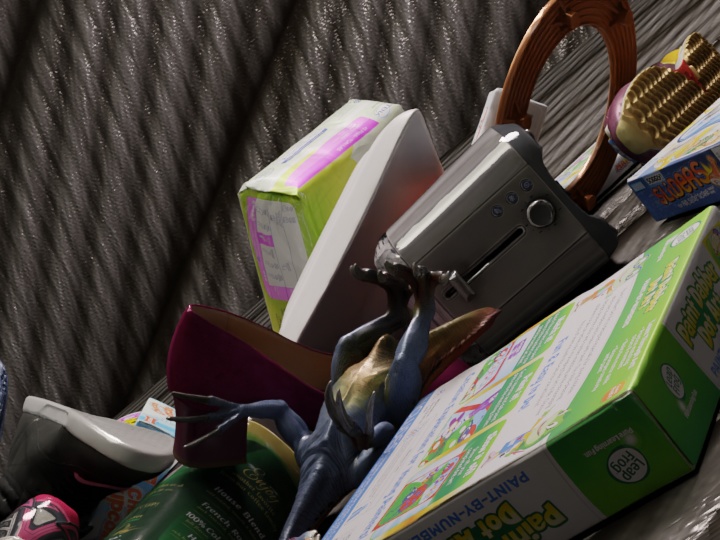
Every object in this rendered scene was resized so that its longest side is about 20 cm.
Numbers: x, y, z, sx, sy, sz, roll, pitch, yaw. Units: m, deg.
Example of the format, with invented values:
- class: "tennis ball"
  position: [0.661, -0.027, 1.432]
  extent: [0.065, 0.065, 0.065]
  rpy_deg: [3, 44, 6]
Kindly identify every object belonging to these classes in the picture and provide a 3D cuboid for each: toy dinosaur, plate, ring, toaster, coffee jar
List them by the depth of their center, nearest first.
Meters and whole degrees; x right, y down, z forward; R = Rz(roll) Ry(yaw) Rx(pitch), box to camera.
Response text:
- class: "toy dinosaur"
  position: [0.007, 0.087, 0.863]
  extent: [0.105, 0.199, 0.183]
  rpy_deg: [2, 77, 55]
- class: "coffee jar"
  position: [-0.094, 0.160, 0.934]
  extent: [0.104, 0.085, 0.200]
  rpy_deg: [-45, 1, 36]
- class: "toaster"
  position: [0.085, -0.019, 1.066]
  extent: [0.129, 0.114, 0.200]
  rpy_deg: [-41, 4, 5]
- class: "plate"
  position: [0.000, 0.000, 1.147]
  extent: [0.200, 0.032, 0.200]
  rpy_deg: [-63, -16, -9]
- class: "ring"
  position: [0.158, -0.115, 1.200]
  extent: [0.019, 0.201, 0.200]
  rpy_deg: [19, 45, 33]

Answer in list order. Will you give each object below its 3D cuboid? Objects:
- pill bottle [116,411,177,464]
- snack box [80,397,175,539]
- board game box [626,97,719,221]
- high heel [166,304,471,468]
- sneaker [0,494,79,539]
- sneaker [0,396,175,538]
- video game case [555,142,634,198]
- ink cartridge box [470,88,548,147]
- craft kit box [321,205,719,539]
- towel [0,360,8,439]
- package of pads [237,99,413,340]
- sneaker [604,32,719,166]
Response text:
- class: "pill bottle"
  position: [-0.170, 0.174, 1.269]
  extent: [0.104, 0.104, 0.200]
  rpy_deg: [-39, 5, -1]
- class: "snack box"
  position: [-0.176, 0.190, 1.110]
  extent: [0.201, 0.037, 0.116]
  rpy_deg: [-64, 5, 0]
- class: "board game box"
  position: [0.268, -0.113, 0.995]
  extent: [0.200, 0.035, 0.135]
  rpy_deg: [-41, 5, -16]
- class: "high heel"
  position: [-0.015, 0.052, 0.930]
  extent: [0.199, 0.097, 0.067]
  rpy_deg: [-12, 33, -29]
- class: "sneaker"
  position: [-0.195, 0.213, 0.968]
  extent: [0.075, 0.080, 0.201]
  rpy_deg: [-55, -11, -40]
- class: "sneaker"
  position: [-0.174, 0.138, 1.005]
  extent: [0.200, 0.070, 0.100]
  rpy_deg: [1, 73, 61]
- class: "video game case"
  position: [0.202, -0.089, 1.369]
  extent: [0.200, 0.018, 0.143]
  rpy_deg: [-42, 6, -21]
- class: "ink cartridge box"
  position: [0.091, -0.059, 1.285]
  extent: [0.200, 0.050, 0.163]
  rpy_deg: [-133, 60, -84]
- class: "craft kit box"
  position: [0.077, 0.070, 0.725]
  extent: [0.197, 0.049, 0.200]
  rpy_deg: [-40, 4, 31]
- class: "towel"
  position: [-0.251, 0.147, 0.983]
  extent: [0.112, 0.048, 0.201]
  rpy_deg: [-92, 17, -44]
- class: "package of pads"
  position: [-0.011, -0.010, 1.265]
  extent: [0.068, 0.201, 0.154]
  rpy_deg: [9, 36, 35]
- class: "sneaker"
  position: [0.212, -0.103, 1.172]
  extent: [0.090, 0.075, 0.200]
  rpy_deg: [-46, -6, 34]
